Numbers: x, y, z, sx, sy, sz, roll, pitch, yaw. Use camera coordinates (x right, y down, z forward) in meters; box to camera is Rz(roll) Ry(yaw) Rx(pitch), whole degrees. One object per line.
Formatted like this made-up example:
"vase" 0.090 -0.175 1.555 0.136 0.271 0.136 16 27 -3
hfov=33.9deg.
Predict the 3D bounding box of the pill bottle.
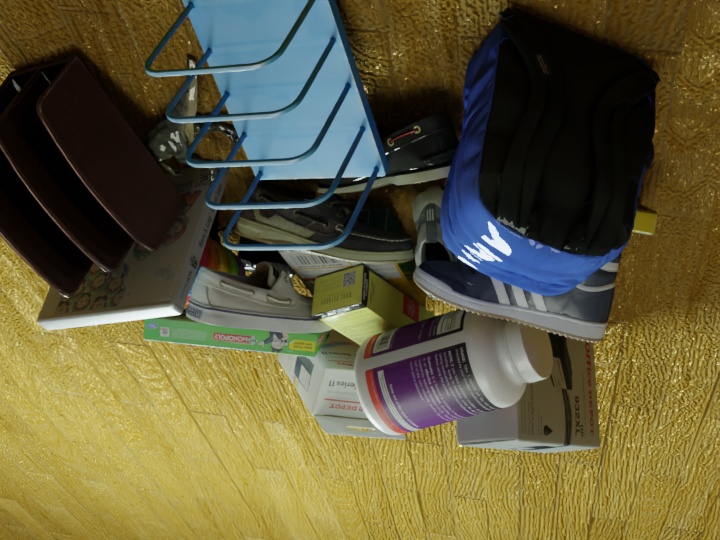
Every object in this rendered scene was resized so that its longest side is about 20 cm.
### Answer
"pill bottle" 0.099 0.102 1.256 0.199 0.113 0.112 -18 141 29

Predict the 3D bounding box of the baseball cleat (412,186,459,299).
"baseball cleat" 0.090 -0.004 1.264 0.069 0.107 0.200 -5 151 19

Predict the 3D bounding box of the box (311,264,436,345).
"box" 0.034 0.063 1.356 0.075 0.051 0.200 -16 145 36

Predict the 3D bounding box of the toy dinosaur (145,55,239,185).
"toy dinosaur" -0.171 -0.135 1.194 0.088 0.048 0.200 27 146 -14

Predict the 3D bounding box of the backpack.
"backpack" 0.153 -0.080 0.995 0.161 0.202 0.168 15 152 -8

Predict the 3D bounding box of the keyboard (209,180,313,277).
"keyboard" -0.123 -0.049 1.360 0.126 0.021 0.200 10 152 -6

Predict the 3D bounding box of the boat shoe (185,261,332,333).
"boat shoe" -0.101 0.026 1.302 0.199 0.071 0.071 7 -172 -40

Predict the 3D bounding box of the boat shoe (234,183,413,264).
"boat shoe" -0.038 -0.050 1.223 0.199 0.067 0.072 11 -172 22

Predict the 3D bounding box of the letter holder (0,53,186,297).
"letter holder" -0.290 -0.085 1.173 0.100 0.143 0.201 -5 133 34

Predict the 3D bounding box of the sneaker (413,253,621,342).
"sneaker" 0.157 -0.007 1.153 0.198 0.109 0.070 15 -164 -3

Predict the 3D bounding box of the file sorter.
"file sorter" -0.079 -0.130 1.020 0.137 0.123 0.201 0 132 24

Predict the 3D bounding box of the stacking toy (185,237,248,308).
"stacking toy" -0.174 0.008 1.371 0.115 0.111 0.199 -21 154 31

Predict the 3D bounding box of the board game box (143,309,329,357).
"board game box" -0.141 0.066 1.391 0.198 0.029 0.135 6 -171 5

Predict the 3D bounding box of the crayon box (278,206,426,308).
"crayon box" 0.000 0.000 1.353 0.124 0.052 0.200 -3 151 18

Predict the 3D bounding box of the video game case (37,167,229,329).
"video game case" -0.245 -0.026 1.273 0.198 0.183 0.024 -7 143 32

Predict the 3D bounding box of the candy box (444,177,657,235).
"candy box" 0.180 -0.067 1.143 0.198 0.027 0.102 10 -173 3

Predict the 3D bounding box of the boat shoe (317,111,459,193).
"boat shoe" 0.023 -0.111 1.146 0.073 0.064 0.201 -19 -173 -36

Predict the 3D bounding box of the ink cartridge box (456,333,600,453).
"ink cartridge box" 0.197 0.134 1.377 0.083 0.147 0.199 -11 165 36

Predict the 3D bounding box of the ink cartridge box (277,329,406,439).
"ink cartridge box" -0.017 0.129 1.453 0.116 0.068 0.200 8 -161 -24
